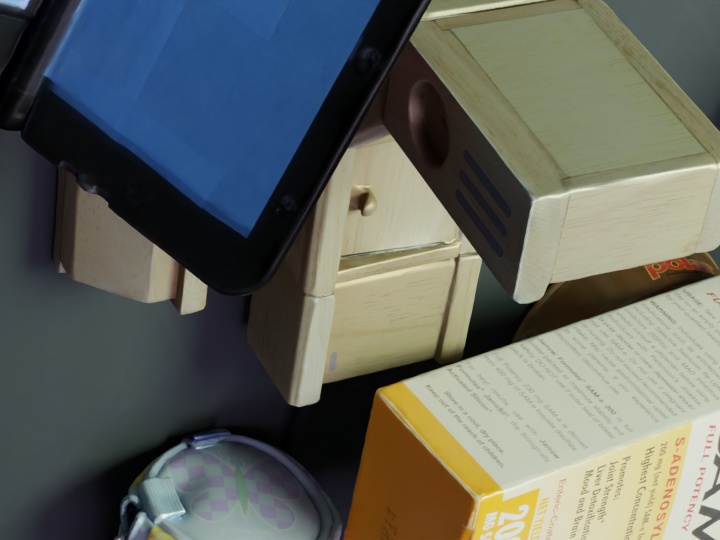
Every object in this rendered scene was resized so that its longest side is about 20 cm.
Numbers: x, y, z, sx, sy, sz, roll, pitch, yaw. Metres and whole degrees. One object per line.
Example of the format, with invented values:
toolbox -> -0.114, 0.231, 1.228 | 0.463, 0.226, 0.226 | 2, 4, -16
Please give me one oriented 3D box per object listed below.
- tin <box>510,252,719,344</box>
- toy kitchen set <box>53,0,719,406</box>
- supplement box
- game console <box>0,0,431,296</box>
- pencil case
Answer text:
tin -> 0.101, 0.075, 1.172 | 0.111, 0.042, 0.201 | 4, 124, -31
toy kitchen set -> 0.000, 0.000, 0.931 | 0.162, 0.181, 0.201 | -11, 133, -24
supplement box -> 0.094, 0.089, 1.079 | 0.199, 0.074, 0.127 | -17, 135, -32
game console -> -0.079, -0.110, 0.826 | 0.172, 0.119, 0.201 | 10, 120, -39
pencil case -> -0.072, 0.165, 1.099 | 0.090, 0.083, 0.201 | -11, 133, -35
